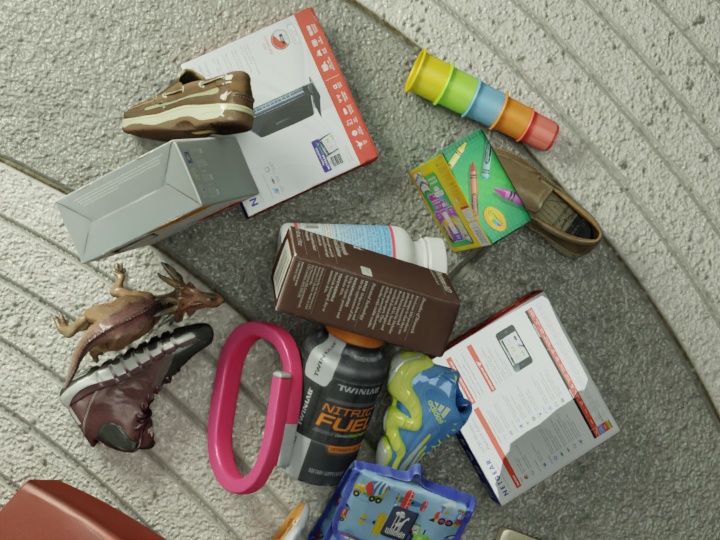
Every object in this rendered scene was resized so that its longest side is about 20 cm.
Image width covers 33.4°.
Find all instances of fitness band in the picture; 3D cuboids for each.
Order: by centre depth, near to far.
[{"bbox_3d":[-0.127,0.160,1.404,0.037,0.143,0.203,9,92,-40],"label":"fitness band"}]

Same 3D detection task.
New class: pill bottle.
[{"bbox_3d":[-0.032,0.142,1.404,0.105,0.106,0.202,16,108,-7],"label":"pill bottle"},{"bbox_3d":[0.000,0.000,1.444,0.197,0.109,0.110,1,88,-8],"label":"pill bottle"}]

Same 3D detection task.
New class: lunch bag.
[{"bbox_3d":[0.035,0.299,1.401,0.149,0.094,0.201,19,122,-7],"label":"lunch bag"}]

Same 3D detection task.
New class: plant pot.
[{"bbox_3d":[-0.339,0.344,1.351,0.176,0.200,0.200,40,83,8],"label":"plant pot"}]

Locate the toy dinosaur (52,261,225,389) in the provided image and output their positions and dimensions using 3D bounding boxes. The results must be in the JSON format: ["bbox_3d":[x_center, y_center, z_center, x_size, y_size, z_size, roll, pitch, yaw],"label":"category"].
[{"bbox_3d":[-0.265,0.054,1.379,0.200,0.135,0.087,-41,115,-38],"label":"toy dinosaur"}]

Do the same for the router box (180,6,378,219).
[{"bbox_3d":[-0.099,-0.190,1.466,0.178,0.049,0.202,-26,92,-9],"label":"router box"}]

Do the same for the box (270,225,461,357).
[{"bbox_3d":[0.005,0.023,1.342,0.198,0.100,0.076,18,107,-14],"label":"box"}]

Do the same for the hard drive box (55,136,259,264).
[{"bbox_3d":[-0.221,-0.084,1.347,0.154,0.200,0.078,-24,92,15],"label":"hard drive box"}]

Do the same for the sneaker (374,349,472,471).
[{"bbox_3d":[0.076,0.194,1.428,0.104,0.076,0.202,10,119,10],"label":"sneaker"}]

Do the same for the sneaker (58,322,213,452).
[{"bbox_3d":[-0.248,0.147,1.428,0.198,0.076,0.117,-25,97,2],"label":"sneaker"}]

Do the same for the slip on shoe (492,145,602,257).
[{"bbox_3d":[0.217,-0.089,1.500,0.199,0.061,0.076,40,78,-6],"label":"slip on shoe"}]

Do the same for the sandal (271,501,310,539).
[{"bbox_3d":[-0.138,0.353,1.433,0.059,0.079,0.208,36,75,-4],"label":"sandal"}]

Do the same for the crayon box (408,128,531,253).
[{"bbox_3d":[0.125,-0.089,1.419,0.058,0.200,0.120,-30,93,-8],"label":"crayon box"}]

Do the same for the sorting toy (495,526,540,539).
[{"bbox_3d":[0.237,0.450,1.484,0.197,0.070,0.202,21,85,-7],"label":"sorting toy"}]

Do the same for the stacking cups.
[{"bbox_3d":[0.155,-0.207,1.498,0.198,0.060,0.061,25,85,-7],"label":"stacking cups"}]

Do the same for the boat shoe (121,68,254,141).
[{"bbox_3d":[-0.198,-0.195,1.398,0.200,0.074,0.076,1,83,36],"label":"boat shoe"}]

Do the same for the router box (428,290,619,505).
[{"bbox_3d":[0.196,0.156,1.490,0.178,0.049,0.202,-29,92,-8],"label":"router box"}]
